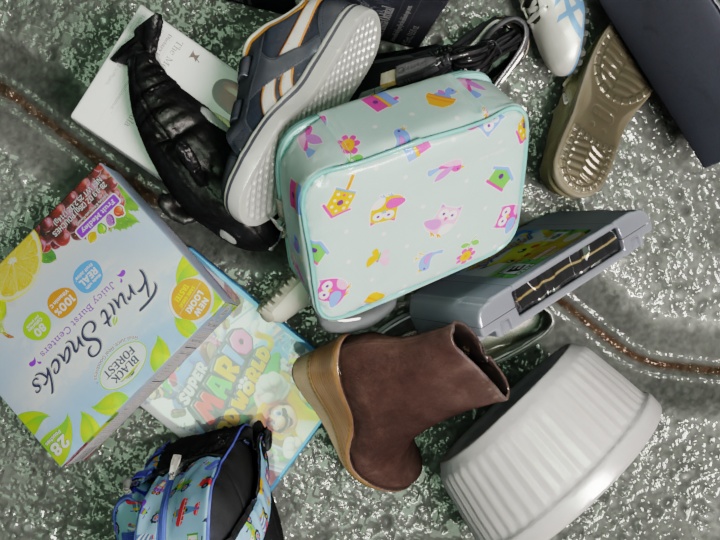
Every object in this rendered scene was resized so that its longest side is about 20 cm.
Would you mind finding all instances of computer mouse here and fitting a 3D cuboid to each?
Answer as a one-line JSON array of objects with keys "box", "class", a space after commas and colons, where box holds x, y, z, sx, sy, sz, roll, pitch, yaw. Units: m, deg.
[{"box": [0.034, -0.160, 0.789, 0.196, 0.140, 0.047, -4, 109, 25], "class": "computer mouse"}]

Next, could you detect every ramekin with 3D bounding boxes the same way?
[{"box": [0.156, 0.151, 0.803, 0.202, 0.202, 0.095, -42, 82, -3], "class": "ramekin"}]

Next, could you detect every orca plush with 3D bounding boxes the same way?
[{"box": [-0.126, -0.104, 0.722, 0.103, 0.071, 0.204, -20, 93, -3], "class": "orca plush"}]

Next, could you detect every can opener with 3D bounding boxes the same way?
[{"box": [0.044, -0.001, 0.800, 0.197, 0.053, 0.067, -23, 72, -17], "class": "can opener"}]

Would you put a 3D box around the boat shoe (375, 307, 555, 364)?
[{"box": [0.085, 0.063, 0.852, 0.197, 0.071, 0.073, -23, 93, -4], "class": "boat shoe"}]

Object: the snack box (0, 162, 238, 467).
[{"box": [-0.236, 0.039, 0.815, 0.200, 0.068, 0.169, -43, 84, 0], "class": "snack box"}]

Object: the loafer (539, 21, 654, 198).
[{"box": [0.216, -0.154, 0.863, 0.075, 0.068, 0.202, 36, 72, -15], "class": "loafer"}]

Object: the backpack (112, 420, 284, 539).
[{"box": [-0.131, 0.243, 0.764, 0.132, 0.200, 0.187, -11, 100, 5], "class": "backpack"}]

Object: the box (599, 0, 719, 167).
[{"box": [0.347, -0.236, 0.815, 0.199, 0.117, 0.198, -36, 93, -21], "class": "box"}]

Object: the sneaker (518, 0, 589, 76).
[{"box": [0.157, -0.274, 0.851, 0.071, 0.072, 0.204, -13, 86, -19], "class": "sneaker"}]

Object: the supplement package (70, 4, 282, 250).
[{"box": [-0.131, -0.118, 0.813, 0.198, 0.110, 0.115, 33, 88, -4], "class": "supplement package"}]

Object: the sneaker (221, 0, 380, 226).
[{"box": [-0.063, -0.128, 0.719, 0.078, 0.079, 0.202, 23, 68, 22], "class": "sneaker"}]

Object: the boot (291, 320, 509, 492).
[{"box": [0.051, 0.123, 0.783, 0.164, 0.073, 0.201, -12, 134, 30], "class": "boot"}]

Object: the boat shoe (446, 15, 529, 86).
[{"box": [0.076, -0.166, 0.852, 0.199, 0.063, 0.073, -40, 92, -3], "class": "boat shoe"}]

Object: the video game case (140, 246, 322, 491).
[{"box": [-0.125, 0.097, 0.862, 0.199, 0.018, 0.144, 39, 88, -4], "class": "video game case"}]

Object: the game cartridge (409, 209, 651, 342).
[{"box": [0.143, -0.001, 0.812, 0.198, 0.133, 0.041, -29, 101, -24], "class": "game cartridge"}]

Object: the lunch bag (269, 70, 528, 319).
[{"box": [0.029, -0.054, 0.708, 0.197, 0.078, 0.162, -20, 137, -16], "class": "lunch bag"}]

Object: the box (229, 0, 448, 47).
[{"box": [-0.018, -0.284, 0.777, 0.196, 0.197, 0.120, 13, 91, -4], "class": "box"}]

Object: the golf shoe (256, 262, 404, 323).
[{"box": [0.000, 0.000, 0.844, 0.199, 0.078, 0.098, -37, 100, -3], "class": "golf shoe"}]
